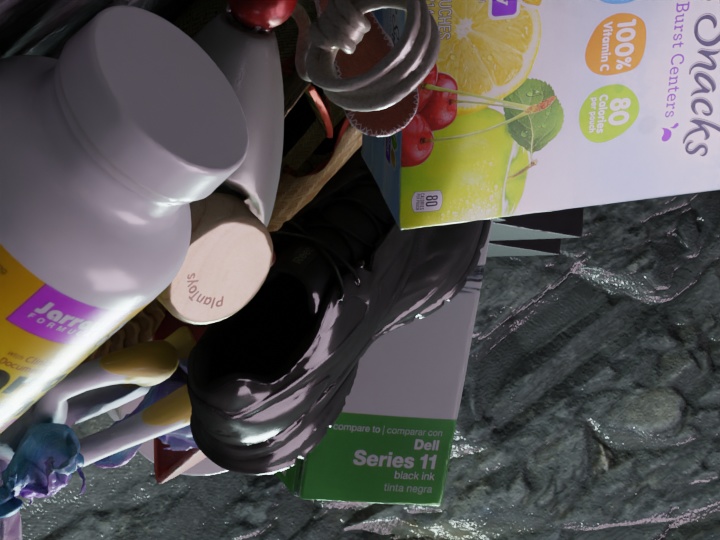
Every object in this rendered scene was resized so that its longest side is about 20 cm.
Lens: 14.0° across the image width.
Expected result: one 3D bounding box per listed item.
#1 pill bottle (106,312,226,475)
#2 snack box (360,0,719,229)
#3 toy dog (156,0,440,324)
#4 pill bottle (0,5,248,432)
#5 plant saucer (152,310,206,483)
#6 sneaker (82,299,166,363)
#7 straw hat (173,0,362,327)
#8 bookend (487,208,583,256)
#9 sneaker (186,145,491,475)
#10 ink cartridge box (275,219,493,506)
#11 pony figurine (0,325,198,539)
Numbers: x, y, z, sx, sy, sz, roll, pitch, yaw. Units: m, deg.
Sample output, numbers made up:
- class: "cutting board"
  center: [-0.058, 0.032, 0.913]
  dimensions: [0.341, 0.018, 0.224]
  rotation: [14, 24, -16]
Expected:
- class: "pill bottle"
  center: [-0.103, 0.032, 1.657]
  dimensions: [0.113, 0.113, 0.200]
  rotation: [-39, -156, 5]
- class: "snack box"
  center: [0.105, -0.113, 1.192]
  dimensions: [0.200, 0.169, 0.068]
  rotation: [-9, -144, -13]
- class: "toy dog"
  center: [-0.032, -0.066, 1.130]
  dimensions: [0.200, 0.132, 0.096]
  rotation: [-42, 147, 23]
- class: "pill bottle"
  center: [-0.133, -0.008, 1.067]
  dimensions: [0.200, 0.104, 0.104]
  rotation: [-40, 179, 29]
- class: "plant saucer"
  center: [-0.062, -0.010, 1.467]
  dimensions: [0.037, 0.200, 0.200]
  rotation: [4, 162, -18]
- class: "sneaker"
  center: [-0.194, 0.038, 1.538]
  dimensions: [0.200, 0.075, 0.090]
  rotation: [-23, -172, 3]
- class: "straw hat"
  center: [-0.046, -0.080, 1.293]
  dimensions: [0.201, 0.085, 0.201]
  rotation: [-51, 169, -13]
- class: "bookend"
  center: [0.069, -0.061, 1.719]
  dimensions: [0.200, 0.092, 0.199]
  rotation: [-1, 173, 43]
- class: "sneaker"
  center: [-0.006, -0.002, 1.295]
  dimensions: [0.200, 0.076, 0.091]
  rotation: [-55, 160, -15]
- class: "ink cartridge box"
  center: [0.000, 0.000, 1.471]
  dimensions: [0.147, 0.083, 0.200]
  rotation: [-137, -126, -67]
- class: "pony figurine"
  center: [-0.161, 0.081, 1.375]
  dimensions: [0.200, 0.167, 0.193]
  rotation: [-27, 155, -10]
